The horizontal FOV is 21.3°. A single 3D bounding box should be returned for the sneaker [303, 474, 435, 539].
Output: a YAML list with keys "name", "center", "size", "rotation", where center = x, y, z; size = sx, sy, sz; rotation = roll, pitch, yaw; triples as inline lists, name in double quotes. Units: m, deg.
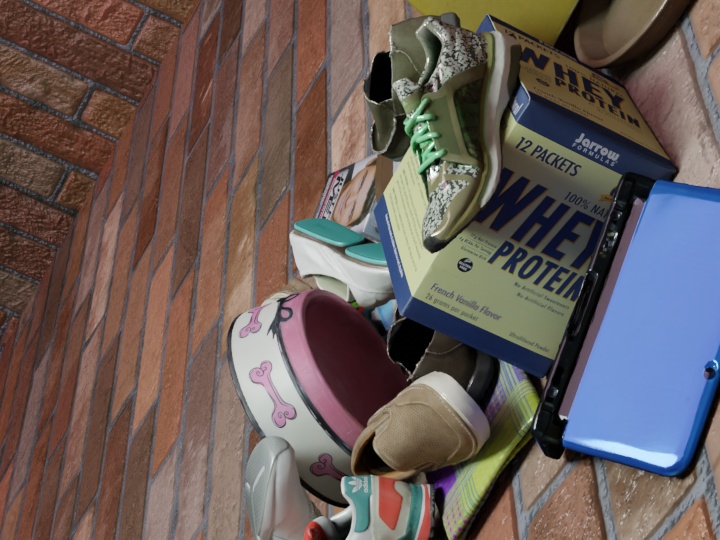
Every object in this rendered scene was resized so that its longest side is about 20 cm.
- name: "sneaker"
  center: [-0.011, 0.242, 1.583]
  size: [0.071, 0.093, 0.200]
  rotation: [-89, 20, -53]

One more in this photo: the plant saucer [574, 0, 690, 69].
- name: "plant saucer"
  center: [0.245, -0.257, 1.613]
  size: [0.200, 0.029, 0.201]
  rotation: [-56, 19, 30]

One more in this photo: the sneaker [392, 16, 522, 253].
- name: "sneaker"
  center: [0.056, -0.104, 1.418]
  size: [0.077, 0.088, 0.201]
  rotation: [-40, 32, 52]

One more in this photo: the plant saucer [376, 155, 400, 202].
- name: "plant saucer"
  center: [0.057, -0.115, 1.773]
  size: [0.200, 0.029, 0.201]
  rotation: [-171, 90, -71]

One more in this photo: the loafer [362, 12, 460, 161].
- name: "loafer"
  center: [0.034, -0.163, 1.670]
  size: [0.200, 0.069, 0.076]
  rotation: [114, 158, -59]

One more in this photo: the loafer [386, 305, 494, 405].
- name: "loafer"
  center: [0.058, 0.052, 1.614]
  size: [0.073, 0.071, 0.200]
  rotation: [-63, 18, 11]

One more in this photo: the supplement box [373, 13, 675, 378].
- name: "supplement box"
  center: [0.124, -0.063, 1.537]
  size: [0.200, 0.134, 0.200]
  rotation: [-60, 19, 20]

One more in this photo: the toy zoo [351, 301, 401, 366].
- name: "toy zoo"
  center: [0.001, 0.082, 1.876]
  size: [0.131, 0.020, 0.201]
  rotation: [-26, 42, 50]

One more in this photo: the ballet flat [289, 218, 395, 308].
- name: "ballet flat"
  center: [0.000, 0.000, 1.758]
  size: [0.200, 0.069, 0.070]
  rotation: [20, 86, 56]

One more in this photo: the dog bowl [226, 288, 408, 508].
- name: "dog bowl"
  center: [-0.026, 0.104, 1.692]
  size: [0.074, 0.200, 0.201]
  rotation: [-34, 29, 21]

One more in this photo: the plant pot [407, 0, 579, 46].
- name: "plant pot"
  center: [0.112, -0.315, 1.739]
  size: [0.196, 0.199, 0.194]
  rotation: [-60, 6, 17]

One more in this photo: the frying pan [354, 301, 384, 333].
- name: "frying pan"
  center: [-0.023, 0.071, 1.991]
  size: [0.115, 0.031, 0.190]
  rotation: [-63, 14, 10]

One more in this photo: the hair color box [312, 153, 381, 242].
- name: "hair color box"
  center: [0.008, -0.061, 2.013]
  size: [0.200, 0.060, 0.100]
  rotation: [-16, 52, 68]

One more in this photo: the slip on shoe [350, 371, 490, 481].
- name: "slip on shoe"
  center: [0.042, 0.132, 1.529]
  size: [0.061, 0.076, 0.200]
  rotation: [-41, 5, -21]

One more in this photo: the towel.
- name: "towel"
  center: [0.096, 0.120, 1.573]
  size: [0.144, 0.023, 0.200]
  rotation: [-59, 19, 19]

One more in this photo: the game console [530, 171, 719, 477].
- name: "game console"
  center: [0.206, 0.046, 1.345]
  size: [0.171, 0.118, 0.201]
  rotation: [53, -122, -74]

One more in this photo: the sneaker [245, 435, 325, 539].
- name: "sneaker"
  center: [-0.055, 0.220, 1.622]
  size: [0.071, 0.080, 0.201]
  rotation: [-111, 16, -56]

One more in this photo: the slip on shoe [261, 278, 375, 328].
- name: "slip on shoe"
  center: [-0.035, 0.041, 1.870]
  size: [0.061, 0.076, 0.200]
  rotation: [-52, 18, -16]

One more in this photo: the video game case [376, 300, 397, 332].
- name: "video game case"
  center: [0.077, -0.044, 1.807]
  size: [0.200, 0.018, 0.143]
  rotation: [-54, 20, 12]
